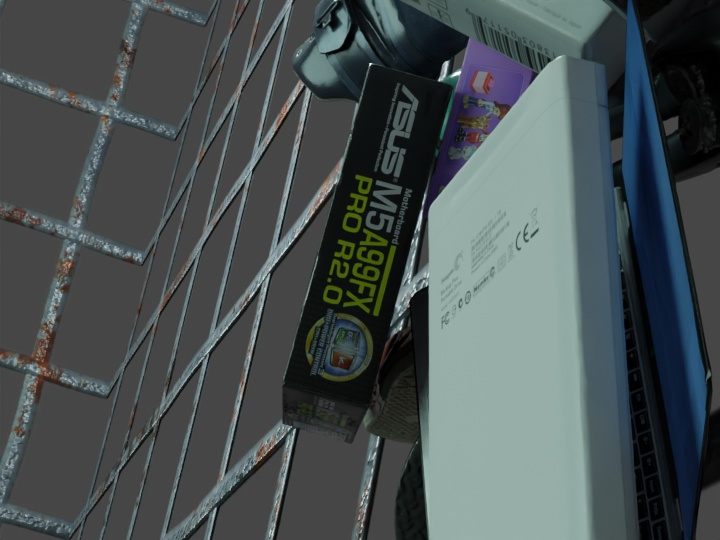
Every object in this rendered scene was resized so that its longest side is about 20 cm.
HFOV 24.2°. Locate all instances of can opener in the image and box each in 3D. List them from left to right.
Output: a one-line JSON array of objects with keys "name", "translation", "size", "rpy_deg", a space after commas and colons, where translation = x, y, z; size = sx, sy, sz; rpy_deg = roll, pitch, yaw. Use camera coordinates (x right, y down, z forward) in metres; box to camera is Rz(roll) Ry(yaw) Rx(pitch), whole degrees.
[{"name": "can opener", "translation": [0.143, -0.067, 0.735], "size": [0.064, 0.078, 0.200], "rpy_deg": [66, 162, 6]}]

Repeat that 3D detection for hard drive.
[{"name": "hard drive", "translation": [0.060, 0.038, 0.641], "size": [0.132, 0.026, 0.202], "rpy_deg": [130, 147, -56]}]

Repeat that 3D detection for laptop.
[{"name": "laptop", "translation": [0.070, 0.026, 0.676], "size": [0.199, 0.116, 0.189], "rpy_deg": [-28, 47, 31]}]

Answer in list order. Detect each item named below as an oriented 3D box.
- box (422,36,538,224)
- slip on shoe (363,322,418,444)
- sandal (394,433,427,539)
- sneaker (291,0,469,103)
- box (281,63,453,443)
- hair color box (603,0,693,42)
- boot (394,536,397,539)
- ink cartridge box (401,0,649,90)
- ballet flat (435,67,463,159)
[{"name": "box", "translation": [0.090, -0.099, 0.863], "size": [0.137, 0.039, 0.202], "rpy_deg": [43, -119, -68]}, {"name": "slip on shoe", "translation": [0.046, 0.048, 0.925], "size": [0.200, 0.073, 0.062], "rpy_deg": [129, 152, -69]}, {"name": "sandal", "translation": [0.079, 0.057, 0.804], "size": [0.048, 0.075, 0.202], "rpy_deg": [48, -113, -83]}, {"name": "sneaker", "translation": [0.011, -0.182, 0.963], "size": [0.146, 0.076, 0.204], "rpy_deg": [-48, 40, 41]}, {"name": "box", "translation": [0.000, 0.000, 0.872], "size": [0.200, 0.044, 0.162], "rpy_deg": [104, -178, -79]}, {"name": "hair color box", "translation": [0.140, -0.201, 0.655], "size": [0.200, 0.099, 0.061], "rpy_deg": [-50, 41, 11]}, {"name": "boot", "translation": [0.025, 0.181, 0.842], "size": [0.201, 0.073, 0.076], "rpy_deg": [-62, -2, -15]}, {"name": "ink cartridge box", "translation": [0.102, -0.194, 0.793], "size": [0.200, 0.162, 0.057], "rpy_deg": [-48, -30, -18]}, {"name": "ballet flat", "translation": [0.073, -0.091, 1.009], "size": [0.070, 0.067, 0.200], "rpy_deg": [-41, 2, 5]}]
